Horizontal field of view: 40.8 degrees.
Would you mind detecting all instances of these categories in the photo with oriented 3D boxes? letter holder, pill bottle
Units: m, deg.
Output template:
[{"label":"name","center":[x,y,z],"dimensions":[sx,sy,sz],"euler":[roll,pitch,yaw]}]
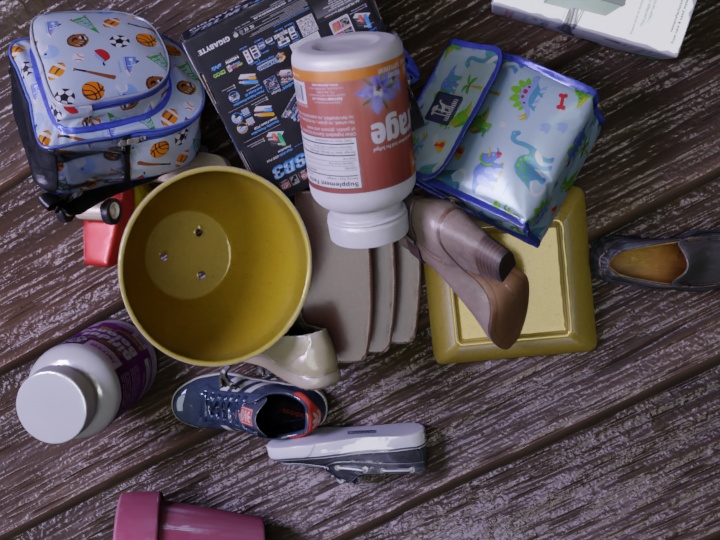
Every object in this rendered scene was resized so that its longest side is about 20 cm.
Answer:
[{"label":"letter holder","center":[0.000,0.000,1.137],"dimensions":[0.141,0.101,0.202],"euler":[-1,100,5]},{"label":"pill bottle","center":[-0.002,-0.130,0.977],"dimensions":[0.111,0.112,0.202],"euler":[-4,115,8]},{"label":"pill bottle","center":[-0.323,0.132,1.146],"dimensions":[0.111,0.200,0.113],"euler":[1,100,6]}]

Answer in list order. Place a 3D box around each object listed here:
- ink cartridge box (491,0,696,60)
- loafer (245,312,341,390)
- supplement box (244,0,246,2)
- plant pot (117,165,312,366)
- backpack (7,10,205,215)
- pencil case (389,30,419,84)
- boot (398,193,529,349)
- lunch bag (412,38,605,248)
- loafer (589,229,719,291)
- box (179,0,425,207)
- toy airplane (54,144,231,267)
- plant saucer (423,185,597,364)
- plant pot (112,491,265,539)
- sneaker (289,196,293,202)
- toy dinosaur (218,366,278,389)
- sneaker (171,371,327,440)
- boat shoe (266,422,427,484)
[{"label":"ink cartridge box","center":[0.243,-0.292,1.033],"dimensions":[0.198,0.146,0.085],"euler":[17,103,4]},{"label":"loafer","center":[-0.098,0.071,1.086],"dimensions":[0.199,0.075,0.069],"euler":[18,110,36]},{"label":"supplement box","center":[-0.079,-0.293,1.082],"dimensions":[0.073,0.126,0.201],"euler":[29,103,0]},{"label":"plant pot","center":[-0.168,-0.011,1.029],"dimensions":[0.198,0.142,0.202],"euler":[-3,98,-23]},{"label":"backpack","center":[-0.260,-0.181,1.018],"dimensions":[0.189,0.154,0.201],"euler":[-9,62,-29]},{"label":"pencil case","center":[-0.016,-0.188,1.114],"dimensions":[0.200,0.078,0.087],"euler":[-43,50,13]},{"label":"boot","center":[0.109,-0.005,1.080],"dimensions":[0.146,0.201,0.070],"euler":[30,63,31]},{"label":"lunch bag","center":[0.143,-0.149,1.074],"dimensions":[0.199,0.127,0.171],"euler":[29,89,23]},{"label":"loafer","center":[0.366,-0.006,1.104],"dimensions":[0.198,0.072,0.073],"euler":[-4,98,7]},{"label":"box","center":[-0.057,-0.199,1.020],"dimensions":[0.199,0.050,0.199],"euler":[-28,117,-2]},{"label":"toy airplane","center":[-0.269,-0.116,1.144],"dimensions":[0.199,0.141,0.200],"euler":[-37,60,-2]},{"label":"plant saucer","center":[0.174,0.012,1.144],"dimensions":[0.198,0.048,0.202],"euler":[-6,98,8]},{"label":"plant pot","center":[-0.207,0.372,1.191],"dimensions":[0.177,0.200,0.202],"euler":[-1,100,-9]},{"label":"sneaker","center":[-0.129,-0.039,1.171],"dimensions":[0.072,0.085,0.201],"euler":[12,123,-24]},{"label":"toy dinosaur","center":[-0.142,0.097,1.188],"dimensions":[0.199,0.047,0.089],"euler":[-25,61,18]},{"label":"sneaker","center":[-0.143,0.170,1.190],"dimensions":[0.198,0.085,0.076],"euler":[-1,100,7]},{"label":"boat shoe","center":[-0.016,0.232,1.197],"dimensions":[0.198,0.072,0.068],"euler":[-5,98,0]}]
